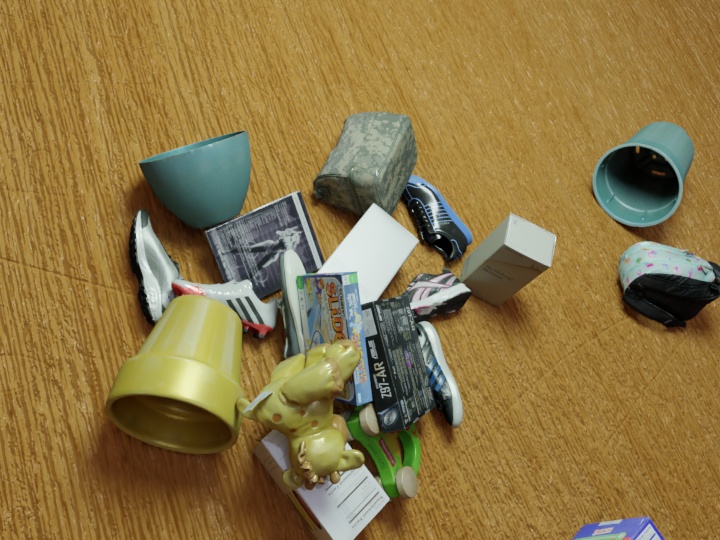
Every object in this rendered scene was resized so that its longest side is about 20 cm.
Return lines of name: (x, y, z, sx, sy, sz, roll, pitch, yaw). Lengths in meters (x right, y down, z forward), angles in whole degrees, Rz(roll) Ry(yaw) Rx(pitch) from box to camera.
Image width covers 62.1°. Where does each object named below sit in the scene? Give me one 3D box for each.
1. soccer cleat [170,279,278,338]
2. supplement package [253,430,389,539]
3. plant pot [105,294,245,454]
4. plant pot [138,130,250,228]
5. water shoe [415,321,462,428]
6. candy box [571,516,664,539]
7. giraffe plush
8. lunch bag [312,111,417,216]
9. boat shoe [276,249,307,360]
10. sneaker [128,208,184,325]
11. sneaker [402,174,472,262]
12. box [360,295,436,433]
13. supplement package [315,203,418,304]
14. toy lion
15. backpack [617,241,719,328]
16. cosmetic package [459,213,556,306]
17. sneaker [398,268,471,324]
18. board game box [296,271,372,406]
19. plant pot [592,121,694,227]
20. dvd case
soccer cleat: (-0.229, 0.047, 1.032, 0.197, 0.068, 0.087, 28, 72, -25)
supplement package: (-0.066, 0.327, 0.958, 0.109, 0.114, 0.201, -35, 80, -28)
plant pot: (-0.267, 0.154, 0.933, 0.195, 0.202, 0.193, 16, 50, -10)
plant pot: (-0.278, -0.156, 1.074, 0.196, 0.199, 0.138, -24, 110, -25)
water shoe: (0.125, 0.198, 1.106, 0.077, 0.072, 0.205, -13, 66, -12)
candy box: (0.472, 0.532, 1.010, 0.076, 0.170, 0.203, -27, 76, -29)
giraffe plush: (-0.067, 0.220, 0.866, 0.199, 0.170, 0.166, -34, 101, -43)
lunch bag: (0.008, -0.217, 1.202, 0.163, 0.141, 0.203, 13, 60, 23)
boat shoe: (-0.123, 0.068, 1.041, 0.073, 0.060, 0.206, -32, 114, -65)
sneaker: (-0.355, -0.009, 1.042, 0.078, 0.074, 0.205, -11, 77, -31)
sneaker: (0.144, -0.108, 1.237, 0.200, 0.070, 0.078, 46, 57, 5)
box: (0.060, 0.149, 1.005, 0.159, 0.043, 0.206, -4, 79, -65)
supplement package: (0.000, 0.000, 1.118, 0.116, 0.117, 0.201, 37, 63, 2)
toy lion: (0.048, 0.256, 1.028, 0.203, 0.068, 0.192, 61, 32, -10)
backpack: (0.662, 0.025, 1.309, 0.194, 0.169, 0.129, 13, 44, -8)
cosmetic package: (0.280, -0.015, 1.165, 0.101, 0.201, 0.075, 24, 62, -5)
sneaker: (0.114, 0.054, 1.167, 0.195, 0.081, 0.087, -15, 54, -25)
board game box: (-0.044, 0.106, 0.972, 0.034, 0.134, 0.207, -10, 94, -38)
plant pot: (0.679, -0.241, 1.404, 0.201, 0.201, 0.195, 46, 55, 6)
dvd case: (-0.170, -0.039, 1.101, 0.197, 0.016, 0.152, -27, 106, -25)
